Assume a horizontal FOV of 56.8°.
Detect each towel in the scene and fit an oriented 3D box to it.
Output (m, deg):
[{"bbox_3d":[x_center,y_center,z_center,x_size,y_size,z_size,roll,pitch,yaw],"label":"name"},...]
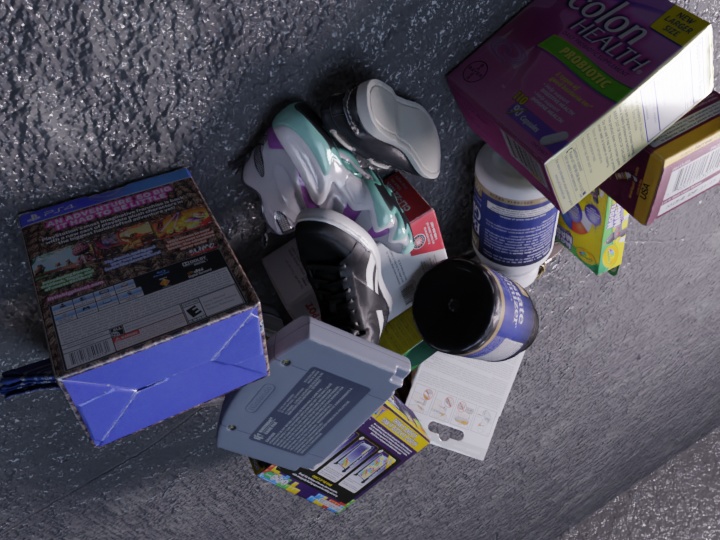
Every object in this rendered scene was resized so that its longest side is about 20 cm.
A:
[{"bbox_3d":[-0.229,0.099,0.659,0.197,0.024,0.145,-1,-179,-1],"label":"towel"}]

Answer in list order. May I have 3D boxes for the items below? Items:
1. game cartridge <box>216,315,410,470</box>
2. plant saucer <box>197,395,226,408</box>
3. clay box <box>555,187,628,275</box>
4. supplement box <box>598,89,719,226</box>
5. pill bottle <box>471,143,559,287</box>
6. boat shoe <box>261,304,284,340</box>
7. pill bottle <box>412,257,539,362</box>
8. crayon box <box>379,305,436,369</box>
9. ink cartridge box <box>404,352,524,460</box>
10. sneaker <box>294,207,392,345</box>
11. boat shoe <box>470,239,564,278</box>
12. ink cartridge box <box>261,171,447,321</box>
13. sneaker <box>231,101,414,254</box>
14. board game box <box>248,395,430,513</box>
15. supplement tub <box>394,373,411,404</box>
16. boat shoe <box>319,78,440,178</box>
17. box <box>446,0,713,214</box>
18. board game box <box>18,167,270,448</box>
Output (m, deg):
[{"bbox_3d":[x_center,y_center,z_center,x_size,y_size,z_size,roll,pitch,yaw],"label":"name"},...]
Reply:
[{"bbox_3d":[-0.058,0.126,0.656,0.132,0.042,0.200,27,127,-19],"label":"game cartridge"},{"bbox_3d":[-0.161,0.135,0.776,0.197,0.037,0.201,-8,169,-2],"label":"plant saucer"},{"bbox_3d":[0.313,-0.085,0.919,0.047,0.115,0.202,-23,134,-13],"label":"clay box"},{"bbox_3d":[0.320,-0.170,0.781,0.130,0.201,0.104,-26,142,-12],"label":"supplement box"},{"bbox_3d":[0.201,-0.068,0.868,0.110,0.111,0.201,-25,141,-14],"label":"pill bottle"},{"bbox_3d":[-0.167,0.078,0.771,0.198,0.070,0.071,10,124,-43],"label":"boat shoe"},{"bbox_3d":[0.154,0.056,0.836,0.112,0.112,0.199,-48,150,15],"label":"pill bottle"},{"bbox_3d":[-0.010,0.107,0.877,0.199,0.127,0.051,-36,142,2],"label":"crayon box"},{"bbox_3d":[0.142,0.151,0.964,0.161,0.057,0.202,22,92,-21],"label":"ink cartridge box"},{"bbox_3d":[-0.018,0.037,0.664,0.072,0.113,0.201,0,148,23],"label":"sneaker"},{"bbox_3d":[0.239,-0.007,0.997,0.198,0.060,0.073,-21,139,-25],"label":"boat shoe"},{"bbox_3d":[0.000,0.000,0.807,0.199,0.084,0.145,-34,143,-6],"label":"ink cartridge box"},{"bbox_3d":[-0.047,-0.060,0.696,0.139,0.078,0.200,-39,112,18],"label":"sneaker"},{"bbox_3d":[-0.023,0.211,0.826,0.165,0.057,0.200,-39,139,2],"label":"board game box"},{"bbox_3d":[0.002,0.199,0.984,0.198,0.123,0.123,-28,142,-9],"label":"supplement tub"},{"bbox_3d":[0.029,-0.141,0.703,0.060,0.075,0.199,-6,173,28],"label":"boat shoe"},{"bbox_3d":[0.226,-0.197,0.700,0.199,0.177,0.097,-39,142,5],"label":"box"},{"bbox_3d":[-0.191,0.022,0.588,0.158,0.201,0.098,-20,139,-19],"label":"board game box"}]
